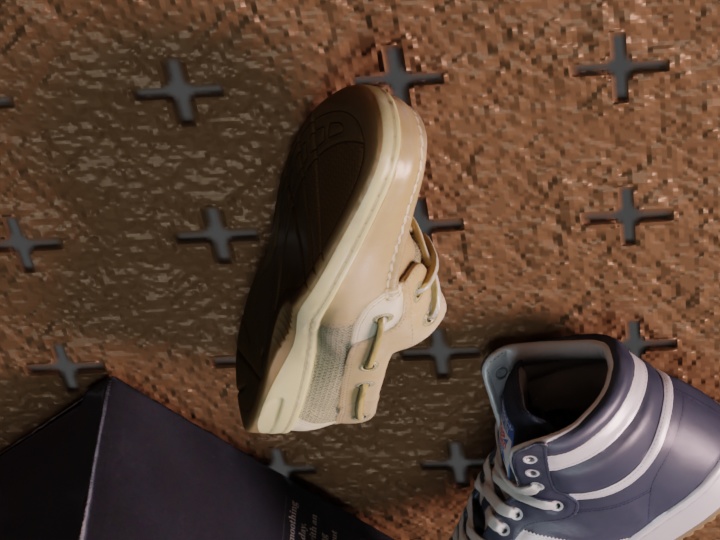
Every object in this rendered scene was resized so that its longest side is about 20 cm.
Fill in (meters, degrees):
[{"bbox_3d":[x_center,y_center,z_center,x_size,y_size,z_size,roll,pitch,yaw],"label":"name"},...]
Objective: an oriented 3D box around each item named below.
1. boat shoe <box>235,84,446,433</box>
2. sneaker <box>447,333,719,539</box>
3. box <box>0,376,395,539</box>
[{"bbox_3d":[0.000,0.000,0.870,0.065,0.072,0.200,4,143,-14],"label":"boat shoe"},{"bbox_3d":[0.064,0.106,0.965,0.200,0.070,0.108,-41,127,16],"label":"sneaker"},{"bbox_3d":[-0.108,0.176,1.049,0.200,0.118,0.197,33,132,-29],"label":"box"}]
